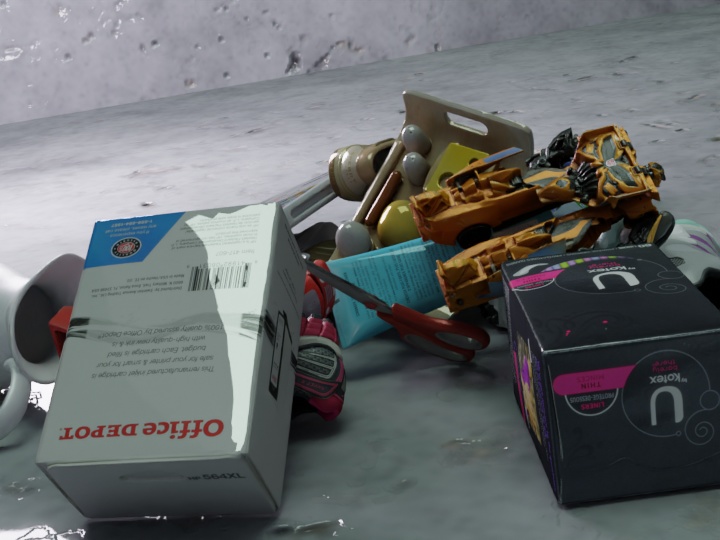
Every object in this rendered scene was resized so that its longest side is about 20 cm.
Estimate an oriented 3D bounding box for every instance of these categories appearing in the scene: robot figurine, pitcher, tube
[{"bbox_3d":[0.145,-0.047,0.987,0.198,0.058,0.146,-22,54,2],"label":"robot figurine"},{"bbox_3d":[-0.328,0.068,1.076,0.198,0.122,0.173,-4,49,37],"label":"pitcher"},{"bbox_3d":[0.068,-0.002,1.042,0.197,0.051,0.078,-18,60,0],"label":"tube"}]

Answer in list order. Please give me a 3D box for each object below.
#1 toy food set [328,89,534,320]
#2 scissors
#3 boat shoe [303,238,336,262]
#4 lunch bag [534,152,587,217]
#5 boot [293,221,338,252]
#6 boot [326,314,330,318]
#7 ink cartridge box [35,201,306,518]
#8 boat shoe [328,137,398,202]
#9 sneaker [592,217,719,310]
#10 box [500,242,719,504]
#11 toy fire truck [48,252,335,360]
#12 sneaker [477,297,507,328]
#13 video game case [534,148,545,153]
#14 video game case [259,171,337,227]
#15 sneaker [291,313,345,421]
[{"bbox_3d":[0.051,-0.059,1.118,0.142,0.202,0.060,21,-15,32],"label":"toy food set"},{"bbox_3d":[0.014,0.032,0.990,0.198,0.014,0.073,22,-21,-21],"label":"scissors"},{"bbox_3d":[0.000,0.000,1.233,0.071,0.066,0.199,9,26,33],"label":"boat shoe"},{"bbox_3d":[0.138,-0.057,1.236,0.158,0.077,0.200,-6,-9,-5],"label":"lunch bag"},{"bbox_3d":[-0.089,0.013,1.252,0.095,0.074,0.200,-18,10,27],"label":"boot"},{"bbox_3d":[-0.135,0.062,1.094,0.197,0.065,0.186,-6,15,17],"label":"boot"},{"bbox_3d":[-0.122,0.061,0.862,0.144,0.085,0.202,-4,54,13],"label":"ink cartridge box"},{"bbox_3d":[0.058,-0.101,1.264,0.064,0.072,0.198,-9,2,45],"label":"boat shoe"},{"bbox_3d":[0.287,0.018,1.042,0.139,0.079,0.199,33,23,35],"label":"sneaker"},{"bbox_3d":[0.169,0.062,0.856,0.120,0.108,0.200,-8,16,0],"label":"box"},{"bbox_3d":[-0.133,0.037,1.015,0.197,0.049,0.141,4,32,26],"label":"toy fire truck"},{"bbox_3d":[0.157,0.018,1.099,0.089,0.067,0.200,-8,19,-13],"label":"sneaker"},{"bbox_3d":[0.112,-0.112,1.453,0.180,0.023,0.200,1,15,26],"label":"video game case"},{"bbox_3d":[-0.110,-0.044,1.282,0.199,0.023,0.182,-20,12,42],"label":"video game case"},{"bbox_3d":[-0.108,0.094,0.947,0.197,0.076,0.081,-17,-24,7],"label":"sneaker"}]
